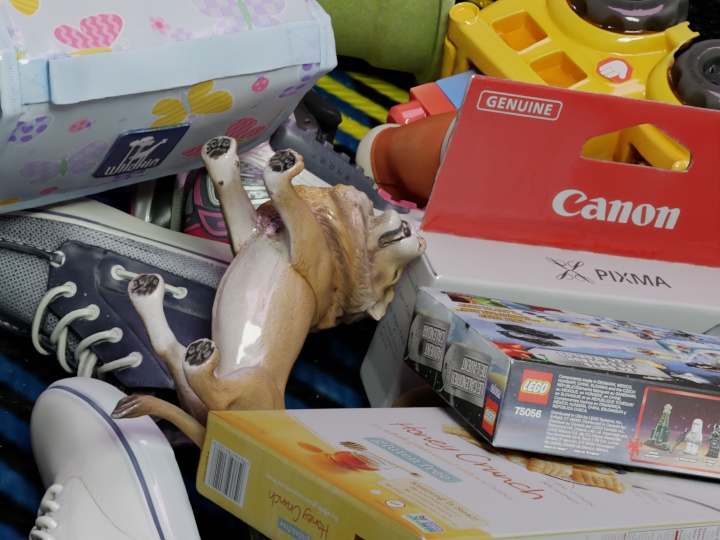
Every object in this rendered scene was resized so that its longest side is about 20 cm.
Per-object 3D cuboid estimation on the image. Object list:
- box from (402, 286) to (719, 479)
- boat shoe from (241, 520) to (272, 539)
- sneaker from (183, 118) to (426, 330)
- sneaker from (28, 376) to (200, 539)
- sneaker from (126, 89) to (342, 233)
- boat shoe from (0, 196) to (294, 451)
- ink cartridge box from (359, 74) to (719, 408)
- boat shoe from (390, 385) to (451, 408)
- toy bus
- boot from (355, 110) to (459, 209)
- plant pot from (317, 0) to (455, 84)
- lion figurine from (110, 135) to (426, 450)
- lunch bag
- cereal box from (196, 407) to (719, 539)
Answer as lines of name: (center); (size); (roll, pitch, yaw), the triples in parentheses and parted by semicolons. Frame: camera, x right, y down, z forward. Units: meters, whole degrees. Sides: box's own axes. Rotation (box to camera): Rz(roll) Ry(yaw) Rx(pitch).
box: (0.132, 0.054, 0.956); (0.198, 0.040, 0.137); (10, 9, -16)
boat shoe: (-0.021, 0.129, 0.913); (0.071, 0.069, 0.200); (7, 15, 1)
sneaker: (0.000, 0.000, 1.095); (0.199, 0.081, 0.075); (29, 72, -16)
sneaker: (-0.106, 0.116, 0.882); (0.070, 0.073, 0.200); (0, 38, -31)
sneaker: (-0.063, -0.053, 1.147); (0.087, 0.074, 0.200); (21, 32, 6)
boat shoe: (-0.122, 0.024, 1.010); (0.198, 0.075, 0.093); (10, 42, -7)
ink cartridge box: (0.118, 0.004, 1.049); (0.198, 0.177, 0.045); (6, 33, -21)
boat shoe: (0.109, 0.096, 1.034); (0.198, 0.073, 0.072); (9, 2, 4)
toy bus: (0.120, -0.072, 1.226); (0.191, 0.136, 0.200); (-20, 50, -26)
boot: (0.085, -0.023, 1.148); (0.107, 0.076, 0.200); (-1, -30, 47)
plant pot: (-0.046, -0.211, 1.302); (0.182, 0.202, 0.201); (-1, 36, -8)
lion figurine: (-0.044, 0.025, 0.953); (0.072, 0.123, 0.201); (8, 49, 29)
lunch bag: (-0.130, -0.099, 0.995); (0.168, 0.128, 0.199); (-14, 18, -33)
cereal box: (0.053, 0.093, 0.883); (0.199, 0.040, 0.143); (1, 15, -40)
